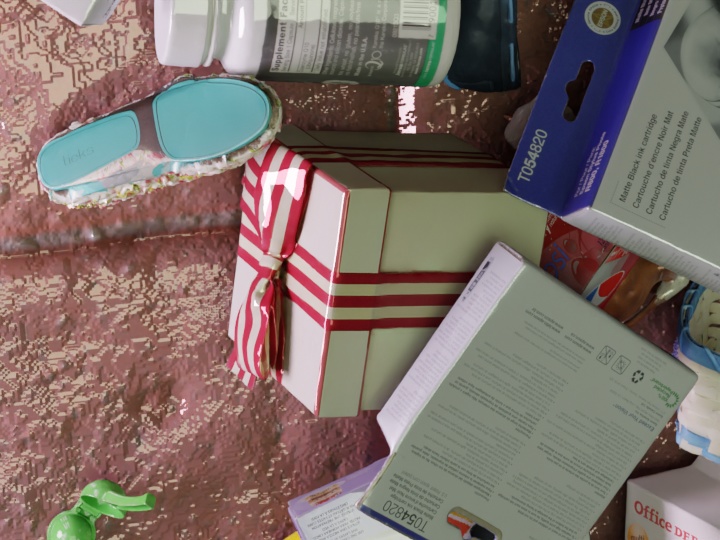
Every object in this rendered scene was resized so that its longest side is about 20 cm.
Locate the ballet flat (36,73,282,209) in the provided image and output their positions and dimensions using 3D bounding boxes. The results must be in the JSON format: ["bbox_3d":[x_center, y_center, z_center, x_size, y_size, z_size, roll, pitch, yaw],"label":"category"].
[{"bbox_3d":[-0.132,-0.089,1.665,0.199,0.064,0.076,-11,74,25],"label":"ballet flat"}]

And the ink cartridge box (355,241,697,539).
[{"bbox_3d":[0.109,0.108,1.647,0.199,0.041,0.200,33,93,-37],"label":"ink cartridge box"}]

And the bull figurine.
[{"bbox_3d":[0.180,-0.054,1.771,0.121,0.065,0.201,-20,109,-7],"label":"bull figurine"}]

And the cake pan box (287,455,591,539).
[{"bbox_3d":[0.071,0.218,1.774,0.199,0.052,0.185,-23,101,-6],"label":"cake pan box"}]

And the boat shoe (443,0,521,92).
[{"bbox_3d":[0.105,-0.224,1.702,0.068,0.084,0.201,12,119,4],"label":"boat shoe"}]

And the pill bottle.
[{"bbox_3d":[-0.038,-0.186,1.660,0.199,0.113,0.114,2,106,-12],"label":"pill bottle"}]

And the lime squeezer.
[{"bbox_3d":[-0.203,0.198,1.772,0.038,0.071,0.200,23,132,-33],"label":"lime squeezer"}]

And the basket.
[{"bbox_3d":[0.304,0.040,1.762,0.138,0.176,0.201,23,117,8],"label":"basket"}]

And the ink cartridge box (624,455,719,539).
[{"bbox_3d":[0.283,0.235,1.831,0.125,0.128,0.201,-10,109,-29],"label":"ink cartridge box"}]

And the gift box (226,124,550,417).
[{"bbox_3d":[0.000,0.000,1.694,0.186,0.200,0.186,0,104,-28],"label":"gift box"}]

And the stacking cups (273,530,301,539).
[{"bbox_3d":[0.030,0.175,1.820,0.199,0.061,0.061,-33,110,-5],"label":"stacking cups"}]

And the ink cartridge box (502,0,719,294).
[{"bbox_3d":[0.220,-0.099,1.646,0.199,0.041,0.200,24,65,-4],"label":"ink cartridge box"}]

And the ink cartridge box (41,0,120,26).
[{"bbox_3d":[-0.220,-0.274,1.584,0.199,0.084,0.145,33,98,-1],"label":"ink cartridge box"}]

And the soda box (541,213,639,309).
[{"bbox_3d":[0.137,0.010,1.721,0.063,0.070,0.200,-24,155,-41],"label":"soda box"}]
